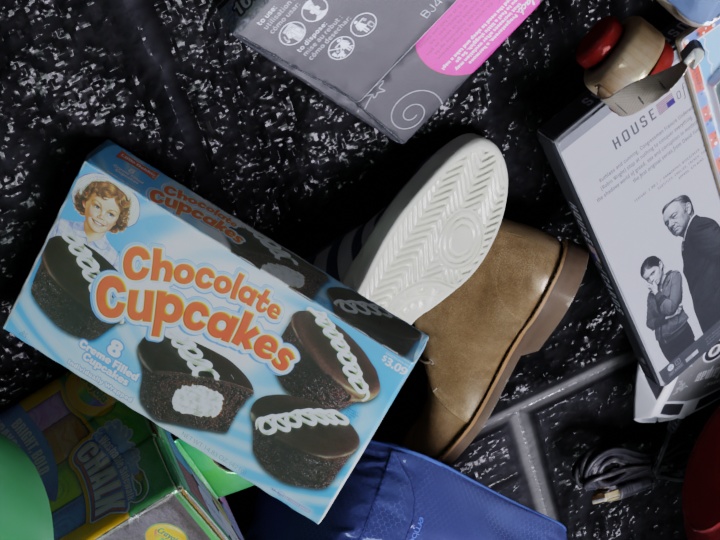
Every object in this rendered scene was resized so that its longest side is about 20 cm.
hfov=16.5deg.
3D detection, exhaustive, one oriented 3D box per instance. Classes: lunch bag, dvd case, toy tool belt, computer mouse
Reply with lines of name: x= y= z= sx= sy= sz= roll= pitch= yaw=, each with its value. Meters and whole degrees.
lunch bag: x=0.023 y=0.191 z=1.482 sx=0.199 sy=0.135 sz=0.133 roll=28 pitch=71 yaw=-37
dvd case: x=0.193 y=-0.048 z=1.423 sx=0.150 sy=0.025 sz=0.201 roll=-38 pitch=129 yaw=-13
toy tool belt: x=0.150 y=-0.190 z=1.265 sx=0.123 sy=0.125 sz=0.200 roll=36 pitch=107 yaw=-12
computer mouse: x=0.201 y=0.061 z=1.564 sx=0.109 sy=0.044 sz=0.201 roll=-10 pitch=135 yaw=-36

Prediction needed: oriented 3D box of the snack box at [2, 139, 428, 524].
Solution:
snack box: x=-0.077 y=0.032 z=1.301 sx=0.199 sy=0.037 sz=0.117 roll=31 pitch=119 yaw=2

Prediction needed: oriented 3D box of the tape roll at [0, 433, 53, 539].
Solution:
tape roll: x=-0.249 y=0.168 z=1.301 sx=0.200 sy=0.201 sz=0.048 roll=-42 pitch=136 yaw=13

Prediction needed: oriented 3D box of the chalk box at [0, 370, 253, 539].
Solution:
chalk box: x=-0.139 y=0.138 z=1.393 sx=0.199 sy=0.124 sz=0.125 roll=-31 pitch=137 yaw=0

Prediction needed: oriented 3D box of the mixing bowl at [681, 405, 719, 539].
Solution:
mixing bowl: x=0.269 y=0.136 z=1.537 sx=0.108 sy=0.201 sz=0.201 roll=25 pitch=118 yaw=-15

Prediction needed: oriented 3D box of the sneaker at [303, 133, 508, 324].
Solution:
sneaker: x=0.000 y=0.000 z=1.385 sx=0.200 sy=0.084 sz=0.075 roll=-51 pitch=130 yaw=-12

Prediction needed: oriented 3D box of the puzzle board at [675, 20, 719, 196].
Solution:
puzzle board: x=0.263 y=-0.092 z=1.423 sx=0.150 sy=0.017 sz=0.201 roll=-35 pitch=129 yaw=-16

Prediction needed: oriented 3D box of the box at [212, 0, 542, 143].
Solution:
box: x=0.026 y=-0.187 z=1.181 sx=0.200 sy=0.115 sz=0.132 roll=-46 pitch=134 yaw=15

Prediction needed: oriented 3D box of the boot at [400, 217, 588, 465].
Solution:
boot: x=0.059 y=0.044 z=1.471 sx=0.075 sy=0.074 sz=0.201 roll=24 pitch=127 yaw=-7
